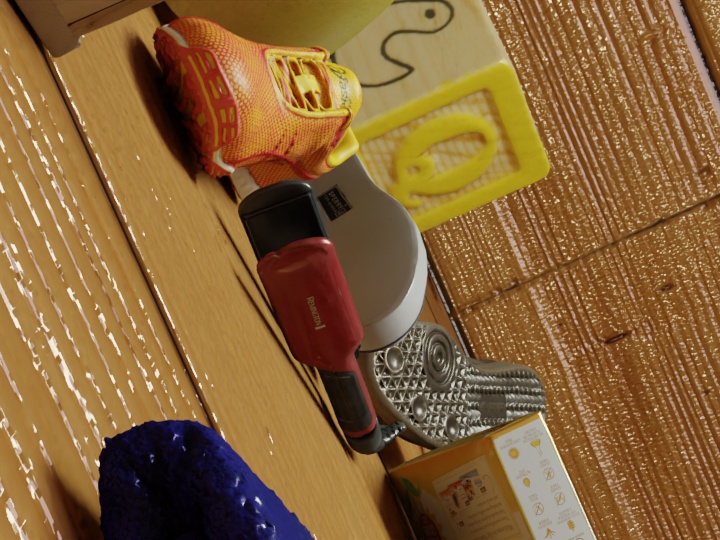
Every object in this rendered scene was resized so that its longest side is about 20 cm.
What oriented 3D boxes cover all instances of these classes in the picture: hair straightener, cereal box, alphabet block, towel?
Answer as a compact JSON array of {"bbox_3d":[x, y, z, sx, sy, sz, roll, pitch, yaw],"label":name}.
[{"bbox_3d":[-0.014,0.019,0.978,0.200,0.041,0.077,62,6,-53],"label":"hair straightener"},{"bbox_3d":[0.091,0.180,1.093,0.201,0.039,0.144,66,-24,3],"label":"cereal box"},{"bbox_3d":[0.057,-0.182,2.131,0.197,0.195,0.200,59,7,-52],"label":"alphabet block"},{"bbox_3d":[0.001,0.133,0.484,0.148,0.049,0.200,61,0,35],"label":"towel"}]

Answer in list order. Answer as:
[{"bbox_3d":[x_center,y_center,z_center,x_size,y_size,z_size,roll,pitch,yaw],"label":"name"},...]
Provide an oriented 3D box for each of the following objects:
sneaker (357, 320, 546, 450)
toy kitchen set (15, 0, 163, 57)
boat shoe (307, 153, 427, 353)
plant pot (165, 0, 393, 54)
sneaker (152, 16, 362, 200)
[{"bbox_3d":[0.034,0.076,1.226,0.200,0.075,0.071,23,65,-55],"label":"sneaker"},{"bbox_3d":[-0.037,-0.150,0.738,0.181,0.163,0.200,62,6,-54],"label":"toy kitchen set"},{"bbox_3d":[0.000,0.000,1.137,0.066,0.072,0.200,59,-2,-28],"label":"boat shoe"},{"bbox_3d":[-0.018,-0.213,1.037,0.200,0.142,0.201,37,41,-43],"label":"plant pot"},{"bbox_3d":[-0.042,-0.079,0.926,0.200,0.077,0.073,17,51,-83],"label":"sneaker"}]
